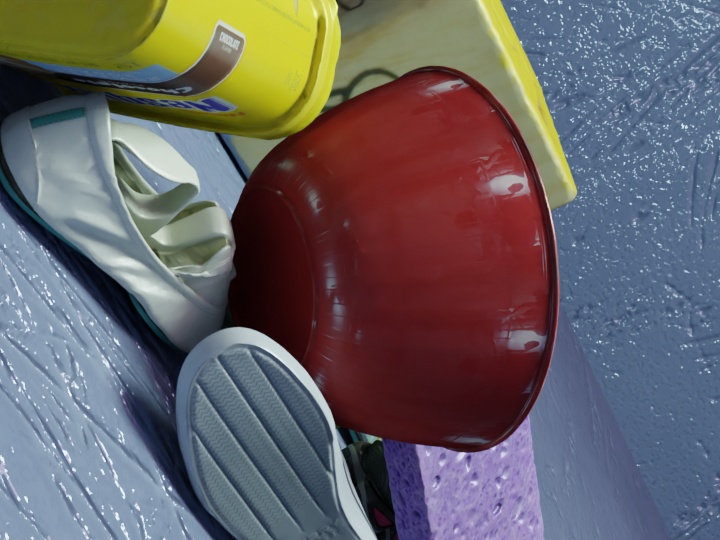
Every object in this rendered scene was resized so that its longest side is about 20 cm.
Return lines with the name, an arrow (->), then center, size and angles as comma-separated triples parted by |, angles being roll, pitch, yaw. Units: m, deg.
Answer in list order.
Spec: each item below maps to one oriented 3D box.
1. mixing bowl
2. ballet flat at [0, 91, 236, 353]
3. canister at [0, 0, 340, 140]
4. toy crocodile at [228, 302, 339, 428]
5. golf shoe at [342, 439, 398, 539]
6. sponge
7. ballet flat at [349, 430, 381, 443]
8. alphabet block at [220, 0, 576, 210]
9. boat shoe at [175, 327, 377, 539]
mixing bowl -> 0.000, 0.000, 0.879 | 0.200, 0.108, 0.202 | 18, -69, 57
ballet flat -> -0.096, -0.019, 0.818 | 0.200, 0.069, 0.070 | 51, 18, -55
canister -> -0.108, -0.120, 0.777 | 0.200, 0.147, 0.087 | 13, 88, -73
toy crocodile -> -0.033, 0.034, 1.016 | 0.200, 0.061, 0.068 | 53, 16, -48
golf shoe -> 0.057, 0.156, 1.124 | 0.200, 0.088, 0.078 | 48, 18, -61
sponge -> 0.067, 0.158, 1.028 | 0.111, 0.030, 0.202 | -26, 112, -47
ballet flat -> -0.001, 0.036, 1.144 | 0.201, 0.071, 0.069 | 65, 10, -2
alphabet block -> 0.019, -0.126, 1.250 | 0.196, 0.199, 0.197 | 58, 13, -30
boat shoe -> -0.043, 0.101, 0.846 | 0.067, 0.073, 0.201 | 54, -13, 56
